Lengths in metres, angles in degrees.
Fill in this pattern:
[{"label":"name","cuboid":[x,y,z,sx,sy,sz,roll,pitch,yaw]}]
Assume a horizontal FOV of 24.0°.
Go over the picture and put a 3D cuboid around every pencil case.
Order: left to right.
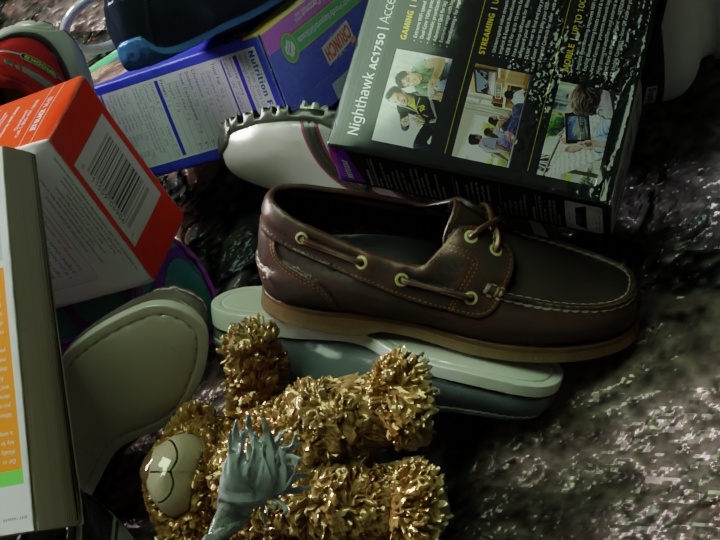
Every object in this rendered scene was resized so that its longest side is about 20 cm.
[{"label":"pencil case","cuboid":[-0.190,0.041,1.071,0.198,0.086,0.093,-19,22,25]}]

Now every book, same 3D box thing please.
[{"label":"book","cuboid":[-0.228,0.046,0.909,0.132,0.048,0.202,-11,82,22]}]

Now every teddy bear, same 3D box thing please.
[{"label":"teddy bear","cuboid":[-0.039,0.098,0.843,0.199,0.147,0.067,9,12,35]}]

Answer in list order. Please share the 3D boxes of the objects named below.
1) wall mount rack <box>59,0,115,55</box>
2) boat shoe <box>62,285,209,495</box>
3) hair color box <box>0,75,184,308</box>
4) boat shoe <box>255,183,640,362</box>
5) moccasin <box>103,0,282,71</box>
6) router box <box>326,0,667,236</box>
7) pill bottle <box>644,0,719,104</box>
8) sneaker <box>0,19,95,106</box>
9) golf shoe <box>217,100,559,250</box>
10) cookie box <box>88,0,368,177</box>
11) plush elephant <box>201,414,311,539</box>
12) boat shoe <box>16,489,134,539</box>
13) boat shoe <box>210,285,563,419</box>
[{"label":"wall mount rack","cuboid":[-0.123,-0.212,1.186,0.199,0.174,0.075,-26,66,-6]},{"label":"boat shoe","cuboid":[-0.142,0.068,0.963,0.200,0.072,0.060,-50,13,37]},{"label":"hair color box","cuboid":[-0.218,-0.031,1.004,0.198,0.111,0.064,-15,36,29]},{"label":"boat shoe","cuboid":[0.044,-0.002,0.851,0.198,0.071,0.071,5,31,4]},{"label":"moccasin","cuboid":[-0.093,-0.184,1.052,0.080,0.069,0.200,-18,13,24]},{"label":"router box","cuboid":[0.080,-0.132,0.873,0.148,0.051,0.202,13,75,12]},{"label":"pill bottle","cuboid":[0.117,-0.143,0.959,0.198,0.113,0.113,-11,38,4]},{"label":"sneaker","cuboid":[-0.193,-0.057,1.081,0.076,0.201,0.085,-13,26,31]},{"label":"golf shoe","cuboid":[0.009,-0.034,0.921,0.198,0.077,0.089,14,78,11]},{"label":"cookie box","cuboid":[-0.098,-0.132,1.157,0.198,0.076,0.171,-13,20,30]},{"label":"plush elephant","cuboid":[-0.004,0.177,0.704,0.153,0.165,0.202,16,91,9]},{"label":"boat shoe","cuboid":[-0.172,0.198,0.886,0.070,0.064,0.201,-21,37,21]},{"label":"boat shoe","cuboid":[0.011,0.055,0.889,0.198,0.062,0.073,11,20,24]}]
